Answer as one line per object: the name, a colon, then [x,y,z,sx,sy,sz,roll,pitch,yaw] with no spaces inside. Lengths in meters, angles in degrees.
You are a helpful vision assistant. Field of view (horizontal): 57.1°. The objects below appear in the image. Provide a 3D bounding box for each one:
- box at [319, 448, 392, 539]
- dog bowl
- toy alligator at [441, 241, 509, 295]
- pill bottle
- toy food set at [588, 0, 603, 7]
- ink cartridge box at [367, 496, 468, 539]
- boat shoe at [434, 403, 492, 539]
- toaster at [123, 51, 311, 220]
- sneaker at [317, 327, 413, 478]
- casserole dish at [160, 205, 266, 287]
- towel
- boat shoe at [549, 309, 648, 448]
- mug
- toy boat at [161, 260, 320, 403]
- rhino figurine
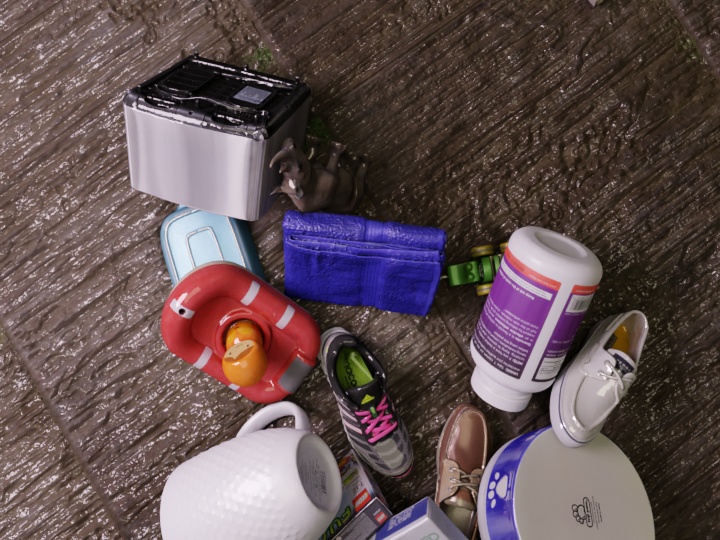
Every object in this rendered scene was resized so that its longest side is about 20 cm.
box: [-0.058,0.318,0.786,0.199,0.110,0.035,-43,112,-3]
dog bowl: [0.238,0.286,0.765,0.194,0.079,0.206,9,63,-19]
toy alligator: [0.154,0.000,0.840,0.193,0.054,0.061,-10,85,-1]
pill bottle: [0.198,0.060,0.783,0.109,0.113,0.205,18,114,2]
toy food set: [0.334,-0.469,0.875,0.199,0.060,0.144,-41,86,-3]
ink cartridge box: [0.065,0.384,0.772,0.198,0.041,0.201,-35,102,21]
boat shoe: [0.126,0.269,0.810,0.073,0.072,0.207,8,86,0]
toaster: [-0.165,-0.161,0.778,0.175,0.202,0.122,14,123,6]
sneaker: [0.007,0.162,0.807,0.072,0.087,0.204,-25,86,-11]
casserole dish: [-0.190,-0.002,0.849,0.118,0.039,0.206,-19,87,-1]
towel: [0.000,0.000,0.799,0.193,0.150,0.051,8,49,2]
boat shoe: [0.289,0.120,0.779,0.071,0.070,0.200,45,55,2]
mug: [-0.112,0.241,0.765,0.172,0.203,0.148,-28,123,22]
toy boat: [-0.136,0.085,0.766,0.198,0.131,0.132,35,100,-22]
rhino figurine: [-0.049,-0.111,0.788,0.058,0.199,0.090,17,97,25]
